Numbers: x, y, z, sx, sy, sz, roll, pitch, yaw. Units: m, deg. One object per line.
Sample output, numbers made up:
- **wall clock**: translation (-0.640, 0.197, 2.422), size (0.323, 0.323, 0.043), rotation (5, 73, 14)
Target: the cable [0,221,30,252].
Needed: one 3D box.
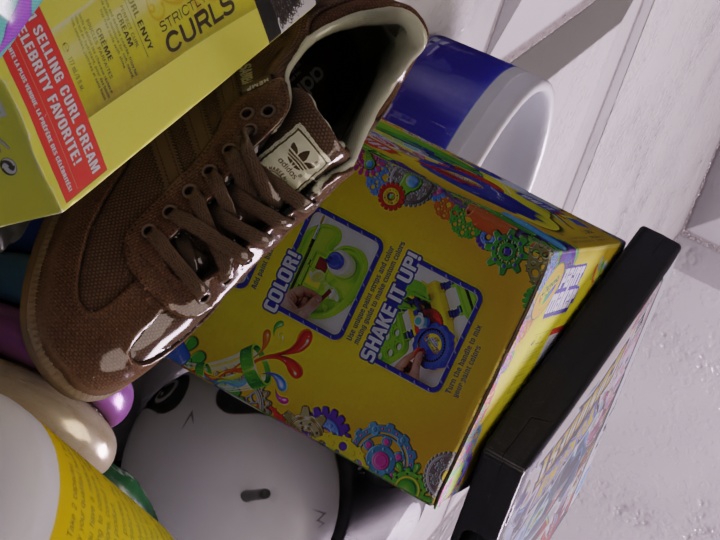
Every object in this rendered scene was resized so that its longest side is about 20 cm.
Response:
- **cable**: translation (-0.125, -0.069, 0.704), size (0.098, 0.050, 0.201), rotation (73, 30, -46)

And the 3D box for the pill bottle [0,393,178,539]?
- **pill bottle**: translation (-0.130, 0.109, 0.687), size (0.112, 0.111, 0.200), rotation (-59, 137, -19)

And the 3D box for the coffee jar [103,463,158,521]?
- **coffee jar**: translation (-0.167, 0.163, 0.819), size (0.201, 0.085, 0.105), rotation (-58, 164, -20)

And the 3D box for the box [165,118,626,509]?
- **box**: translation (0.000, 0.000, 0.918), size (0.123, 0.191, 0.200), rotation (-65, 167, 9)

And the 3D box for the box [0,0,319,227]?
- **box**: translation (-0.082, -0.089, 0.677), size (0.200, 0.050, 0.076), rotation (-46, 121, -53)

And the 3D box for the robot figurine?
- **robot figurine**: translation (-0.039, 0.101, 1.013), size (0.151, 0.125, 0.200), rotation (-50, 161, 19)

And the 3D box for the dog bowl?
- **dog bowl**: translation (0.043, -0.041, 1.237), size (0.201, 0.078, 0.201), rotation (-57, 164, -26)

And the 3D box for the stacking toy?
- **stacking toy**: translation (-0.099, -0.024, 0.780), size (0.085, 0.085, 0.201), rotation (78, 33, -68)

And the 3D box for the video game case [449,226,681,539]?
- **video game case**: translation (0.085, 0.098, 0.957), size (0.200, 0.025, 0.182), rotation (-48, 160, -48)

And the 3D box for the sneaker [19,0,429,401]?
- **sneaker**: translation (-0.048, -0.037, 0.728), size (0.075, 0.071, 0.201), rotation (-13, -145, 52)

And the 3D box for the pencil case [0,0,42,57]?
- **pencil case**: translation (-0.102, -0.125, 0.550), size (0.201, 0.085, 0.092), rotation (-58, -179, -26)
